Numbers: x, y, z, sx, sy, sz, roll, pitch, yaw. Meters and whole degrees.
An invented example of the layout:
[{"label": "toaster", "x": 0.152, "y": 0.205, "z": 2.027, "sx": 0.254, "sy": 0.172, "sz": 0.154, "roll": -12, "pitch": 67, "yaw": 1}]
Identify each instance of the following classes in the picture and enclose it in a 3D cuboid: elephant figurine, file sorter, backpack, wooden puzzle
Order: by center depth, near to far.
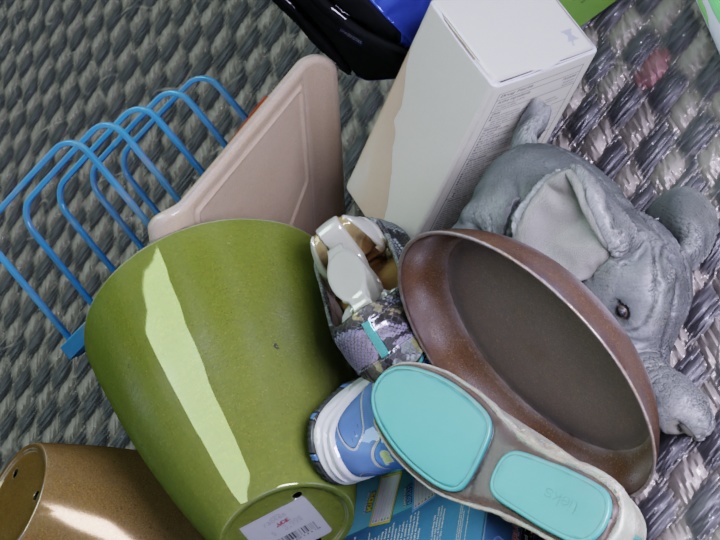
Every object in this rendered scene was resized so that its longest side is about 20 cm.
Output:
[{"label": "elephant figurine", "x": 0.154, "y": -0.004, "z": 1.420, "sx": 0.141, "sy": 0.155, "sz": 0.200, "roll": -38, "pitch": 26, "yaw": -30}, {"label": "backpack", "x": -0.006, "y": -0.251, "z": 1.632, "sx": 0.168, "sy": 0.200, "sz": 0.162, "roll": -53, "pitch": 19, "yaw": -17}, {"label": "wooden puzzle", "x": -0.083, "y": -0.038, "z": 1.684, "sx": 0.037, "sy": 0.185, "sz": 0.200, "roll": 26, "pitch": 54, "yaw": 24}, {"label": "file sorter", "x": -0.164, "y": -0.049, "z": 1.761, "sx": 0.139, "sy": 0.123, "sz": 0.200, "roll": -42, "pitch": -4, "yaw": 34}]

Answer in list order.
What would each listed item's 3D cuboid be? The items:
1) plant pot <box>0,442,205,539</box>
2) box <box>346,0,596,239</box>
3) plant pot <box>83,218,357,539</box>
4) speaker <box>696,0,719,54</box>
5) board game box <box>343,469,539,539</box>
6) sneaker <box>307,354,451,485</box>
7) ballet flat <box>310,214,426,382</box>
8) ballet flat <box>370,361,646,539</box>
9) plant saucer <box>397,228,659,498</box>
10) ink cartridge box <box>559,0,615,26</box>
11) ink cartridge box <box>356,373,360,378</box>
[{"label": "plant pot", "x": -0.168, "y": 0.203, "z": 1.687, "sx": 0.186, "sy": 0.200, "sz": 0.187, "roll": -41, "pitch": 33, "yaw": 34}, {"label": "box", "x": 0.072, "y": -0.100, "z": 1.567, "sx": 0.078, "sy": 0.095, "sz": 0.200, "roll": 55, "pitch": 144, "yaw": 22}, {"label": "plant pot", "x": -0.074, "y": 0.100, "z": 1.576, "sx": 0.187, "sy": 0.187, "sz": 0.200, "roll": -48, "pitch": 43, "yaw": 26}, {"label": "speaker", "x": 0.248, "y": -0.179, "z": 1.432, "sx": 0.088, "sy": 0.088, "sz": 0.200, "roll": -48, "pitch": 30, "yaw": 26}, {"label": "board game box", "x": 0.035, "y": 0.195, "z": 1.504, "sx": 0.200, "sy": 0.047, "sz": 0.151, "roll": -30, "pitch": 39, "yaw": 47}, {"label": "sneaker", "x": 0.054, "y": 0.072, "z": 1.512, "sx": 0.077, "sy": 0.076, "sz": 0.200, "roll": -5, "pitch": 34, "yaw": 49}, {"label": "ballet flat", "x": 0.000, "y": 0.000, "z": 1.521, "sx": 0.072, "sy": 0.072, "sz": 0.200, "roll": -54, "pitch": 22, "yaw": 16}, {"label": "ballet flat", "x": 0.087, "y": 0.121, "z": 1.395, "sx": 0.200, "sy": 0.062, "sz": 0.068, "roll": 33, "pitch": 92, "yaw": 36}, {"label": "plant saucer", "x": 0.104, "y": 0.049, "z": 1.369, "sx": 0.032, "sy": 0.200, "sz": 0.200, "roll": -42, "pitch": 18, "yaw": -25}, {"label": "ink cartridge box", "x": 0.135, "y": -0.267, "z": 1.718, "sx": 0.148, "sy": 0.076, "sz": 0.200, "roll": -34, "pitch": 40, "yaw": 43}, {"label": "ink cartridge box", "x": 0.019, "y": 0.061, "z": 1.673, "sx": 0.095, "sy": 0.037, "sz": 0.201, "roll": -19, "pitch": 48, "yaw": 53}]
